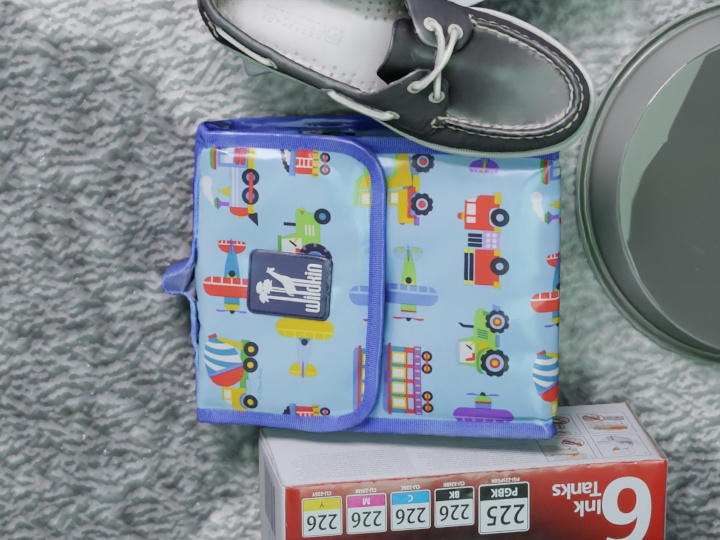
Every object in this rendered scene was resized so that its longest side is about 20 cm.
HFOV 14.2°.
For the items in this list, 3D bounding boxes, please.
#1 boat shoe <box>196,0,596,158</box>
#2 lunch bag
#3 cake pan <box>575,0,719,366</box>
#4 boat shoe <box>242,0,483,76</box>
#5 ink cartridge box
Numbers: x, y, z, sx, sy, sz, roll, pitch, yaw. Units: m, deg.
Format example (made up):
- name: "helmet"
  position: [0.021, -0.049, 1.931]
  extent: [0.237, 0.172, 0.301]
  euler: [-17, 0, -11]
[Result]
- name: "boat shoe"
  position: [0.016, -0.107, 1.382]
  extent: [0.199, 0.060, 0.074]
  euler: [23, 91, 6]
- name: "lunch bag"
  position: [0.000, 0.000, 1.471]
  extent: [0.199, 0.094, 0.151]
  euler: [0, 103, 2]
- name: "cake pan"
  position: [0.213, -0.043, 1.522]
  extent: [0.199, 0.037, 0.201]
  euler: [-2, 100, -10]
- name: "boat shoe"
  position: [0.027, -0.157, 1.449]
  extent: [0.199, 0.074, 0.068]
  euler: [-22, 95, 2]
- name: "ink cartridge box"
  position: [0.052, 0.169, 1.500]
  extent: [0.199, 0.084, 0.176]
  euler: [-4, 110, -9]
